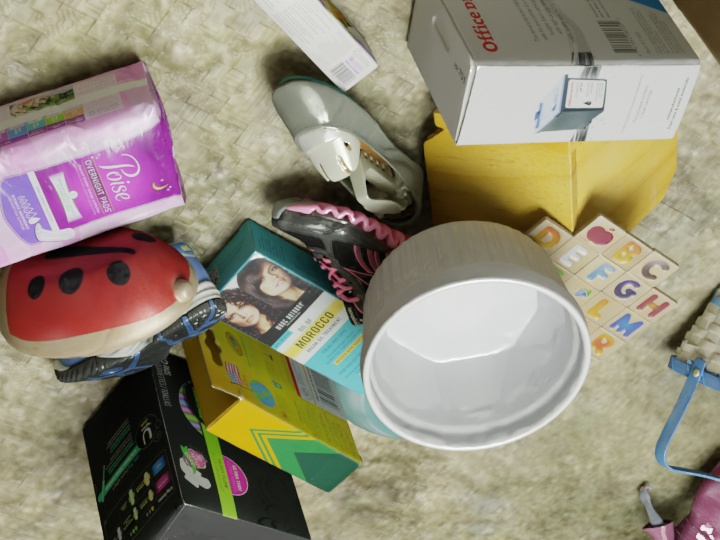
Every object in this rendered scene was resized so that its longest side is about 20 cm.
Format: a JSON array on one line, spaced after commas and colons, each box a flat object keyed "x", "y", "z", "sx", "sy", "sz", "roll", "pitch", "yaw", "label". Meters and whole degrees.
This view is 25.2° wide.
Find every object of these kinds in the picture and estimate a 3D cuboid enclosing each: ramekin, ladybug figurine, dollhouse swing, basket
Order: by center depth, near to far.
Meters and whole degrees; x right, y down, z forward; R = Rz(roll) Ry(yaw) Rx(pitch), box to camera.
[{"x": -0.227, "y": 0.012, "z": 1.353, "sx": 0.199, "sy": 0.136, "sz": 0.072, "roll": -5, "pitch": 126, "yaw": 27, "label": "ladybug figurine"}, {"x": 0.093, "y": 0.050, "z": 1.401, "sx": 0.199, "sy": 0.105, "sz": 0.201, "roll": -5, "pitch": 130, "yaw": -5, "label": "ramekin"}, {"x": 0.180, "y": -0.106, "z": 1.483, "sx": 0.181, "sy": 0.176, "sz": 0.201, "roll": 14, "pitch": 139, "yaw": 23, "label": "dollhouse swing"}, {"x": 0.408, "y": 0.132, "z": 1.694, "sx": 0.176, "sy": 0.139, "sz": 0.201, "roll": 20, "pitch": 91, "yaw": -33, "label": "basket"}]

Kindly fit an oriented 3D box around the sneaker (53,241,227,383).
[{"x": -0.204, "y": 0.044, "z": 1.453, "sx": 0.199, "sy": 0.077, "sz": 0.076, "roll": -30, "pitch": 166, "yaw": 29, "label": "sneaker"}]

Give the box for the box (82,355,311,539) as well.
[{"x": -0.157, "y": 0.200, "z": 1.512, "sx": 0.148, "sy": 0.201, "sz": 0.124, "roll": 22, "pitch": 120, "yaw": -35, "label": "box"}]

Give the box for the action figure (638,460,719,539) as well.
[{"x": 0.398, "y": 0.310, "z": 1.869, "sx": 0.200, "sy": 0.149, "sz": 0.134, "roll": -52, "pitch": 135, "yaw": 8, "label": "action figure"}]

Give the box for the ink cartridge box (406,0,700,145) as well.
[{"x": 0.155, "y": -0.181, "z": 1.328, "sx": 0.199, "sy": 0.147, "sz": 0.086, "roll": -4, "pitch": 134, "yaw": -17, "label": "ink cartridge box"}]

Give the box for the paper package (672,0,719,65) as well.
[{"x": 0.347, "y": -0.272, "z": 1.287, "sx": 0.103, "sy": 0.191, "sz": 0.201, "roll": 12, "pitch": 125, "yaw": -24, "label": "paper package"}]

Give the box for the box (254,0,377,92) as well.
[{"x": -0.058, "y": -0.220, "z": 1.287, "sx": 0.041, "sy": 0.039, "sz": 0.200, "roll": -37, "pitch": 133, "yaw": 13, "label": "box"}]

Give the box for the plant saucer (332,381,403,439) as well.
[{"x": 0.069, "y": 0.107, "z": 1.631, "sx": 0.199, "sy": 0.036, "sz": 0.201, "roll": -10, "pitch": 132, "yaw": -11, "label": "plant saucer"}]

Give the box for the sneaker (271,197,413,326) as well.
[{"x": 0.000, "y": 0.000, "z": 1.452, "sx": 0.199, "sy": 0.079, "sz": 0.096, "roll": 24, "pitch": 89, "yaw": -26, "label": "sneaker"}]

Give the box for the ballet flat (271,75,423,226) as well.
[{"x": -0.005, "y": -0.096, "z": 1.380, "sx": 0.067, "sy": 0.064, "sz": 0.200, "roll": -16, "pitch": 148, "yaw": 29, "label": "ballet flat"}]

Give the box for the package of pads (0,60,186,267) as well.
[{"x": -0.248, "y": -0.081, "z": 1.314, "sx": 0.199, "sy": 0.076, "sz": 0.121, "roll": -18, "pitch": 137, "yaw": -4, "label": "package of pads"}]

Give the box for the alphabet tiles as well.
[{"x": 0.184, "y": 0.028, "z": 1.470, "sx": 0.166, "sy": 0.006, "sz": 0.200, "roll": 31, "pitch": 127, "yaw": -25, "label": "alphabet tiles"}]

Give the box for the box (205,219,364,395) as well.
[{"x": -0.050, "y": 0.037, "z": 1.500, "sx": 0.199, "sy": 0.049, "sz": 0.082, "roll": 30, "pitch": 115, "yaw": -32, "label": "box"}]

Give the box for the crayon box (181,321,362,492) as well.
[{"x": -0.095, "y": 0.116, "z": 1.514, "sx": 0.051, "sy": 0.127, "sz": 0.200, "roll": -42, "pitch": 130, "yaw": 18, "label": "crayon box"}]
